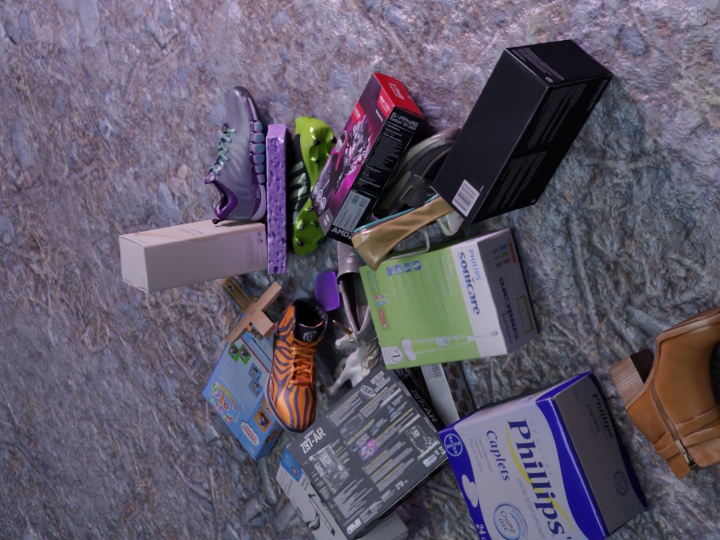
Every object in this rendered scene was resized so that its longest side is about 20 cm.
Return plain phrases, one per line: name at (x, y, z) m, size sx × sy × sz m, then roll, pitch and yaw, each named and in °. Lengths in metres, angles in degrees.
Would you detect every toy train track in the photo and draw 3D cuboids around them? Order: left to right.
toy train track at (-0.172, 0.053, 1.846) m, size 0.115 × 0.033 × 0.200 m, roll -47°, pitch 39°, yaw 0°

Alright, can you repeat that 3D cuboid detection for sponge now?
sponge at (-0.121, -0.105, 1.742) m, size 0.030 × 0.112 × 0.202 m, roll -1°, pitch 107°, yaw -3°

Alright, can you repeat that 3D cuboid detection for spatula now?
spatula at (0.002, 0.019, 1.713) m, size 0.199 × 0.020 × 0.057 m, roll -13°, pitch 86°, yaw 40°

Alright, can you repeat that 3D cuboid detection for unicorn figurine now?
unicorn figurine at (-0.001, 0.162, 1.733) m, size 0.137 × 0.074 × 0.201 m, roll -34°, pitch 94°, yaw 42°

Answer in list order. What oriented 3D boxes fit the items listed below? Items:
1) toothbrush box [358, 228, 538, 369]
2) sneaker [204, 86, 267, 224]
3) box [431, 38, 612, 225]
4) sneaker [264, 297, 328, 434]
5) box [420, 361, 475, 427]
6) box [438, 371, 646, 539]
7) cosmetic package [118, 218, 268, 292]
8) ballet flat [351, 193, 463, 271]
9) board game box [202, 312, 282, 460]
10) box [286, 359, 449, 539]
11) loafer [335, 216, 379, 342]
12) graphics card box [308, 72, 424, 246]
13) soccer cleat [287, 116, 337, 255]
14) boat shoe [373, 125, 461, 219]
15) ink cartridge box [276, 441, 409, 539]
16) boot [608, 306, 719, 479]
toothbrush box at (0.112, 0.040, 1.564) m, size 0.199 × 0.086 × 0.147 m, roll -12°, pitch 97°, yaw 42°
sneaker at (-0.191, -0.169, 1.784) m, size 0.074 × 0.087 × 0.202 m, roll 14°, pitch 113°, yaw 62°
box at (0.188, -0.163, 1.410) m, size 0.079 × 0.140 × 0.201 m, roll 47°, pitch 128°, yaw 25°
sneaker at (-0.090, 0.128, 1.740) m, size 0.112 × 0.077 × 0.201 m, roll 123°, pitch 145°, yaw -49°
box at (0.135, 0.208, 1.633) m, size 0.041 × 0.039 × 0.202 m, roll -21°, pitch 87°, yaw 45°
box at (0.226, 0.250, 1.516) m, size 0.199 × 0.104 × 0.185 m, roll -26°, pitch 85°, yaw 43°
cosmetic package at (-0.249, -0.027, 1.798) m, size 0.103 × 0.199 × 0.074 m, roll 17°, pitch 114°, yaw 55°
ballet flat at (0.086, -0.060, 1.520) m, size 0.063 × 0.199 × 0.069 m, roll 63°, pitch 173°, yaw 5°
board game box at (-0.166, 0.179, 1.904) m, size 0.151 × 0.036 × 0.201 m, roll 47°, pitch 128°, yaw 23°
box at (0.017, 0.245, 1.646) m, size 0.200 × 0.043 × 0.161 m, roll -44°, pitch 70°, yaw 17°
loafer at (0.000, 0.000, 1.656) m, size 0.070 × 0.070 × 0.202 m, roll -27°, pitch 67°, yaw 33°
graphics card box at (0.005, -0.147, 1.579) m, size 0.201 × 0.050 × 0.126 m, roll -62°, pitch 25°, yaw 21°
soccer cleat at (-0.076, -0.122, 1.726) m, size 0.081 × 0.067 × 0.202 m, roll 37°, pitch 125°, yaw 50°
boat shoe at (0.080, -0.120, 1.579) m, size 0.074 × 0.074 × 0.200 m, roll 55°, pitch 141°, yaw 3°
ink cartridge box at (-0.030, 0.343, 1.762) m, size 0.201 × 0.084 × 0.146 m, roll 53°, pitch 154°, yaw 19°
boot at (0.380, 0.141, 1.360) m, size 0.200 × 0.076 × 0.156 m, roll -43°, pitch 70°, yaw 44°
